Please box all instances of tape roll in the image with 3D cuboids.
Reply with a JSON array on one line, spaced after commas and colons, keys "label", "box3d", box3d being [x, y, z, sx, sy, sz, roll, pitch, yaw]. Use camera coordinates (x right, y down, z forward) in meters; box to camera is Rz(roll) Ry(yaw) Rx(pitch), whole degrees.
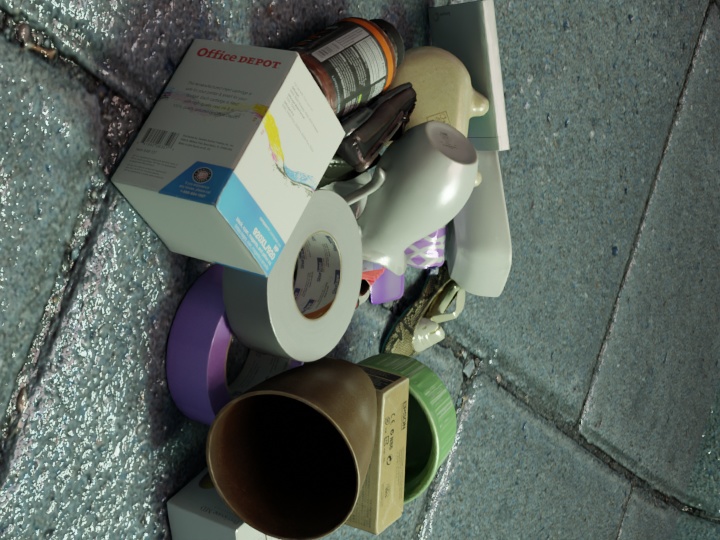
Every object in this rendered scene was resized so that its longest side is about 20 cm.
[{"label": "tape roll", "box3d": [-0.145, 0.092, 1.643, 0.200, 0.065, 0.202, -28, 124, -52]}, {"label": "tape roll", "box3d": [-0.076, 0.003, 1.596, 0.200, 0.066, 0.202, -18, 111, -56]}]

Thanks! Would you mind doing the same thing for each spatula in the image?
[{"label": "spatula", "box3d": [0.000, 0.037, 1.898, 0.200, 0.020, 0.057, -26, 124, -52]}]

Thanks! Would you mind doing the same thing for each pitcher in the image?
[{"label": "pitcher", "box3d": [0.042, -0.094, 1.728, 0.171, 0.122, 0.200, 6, 134, -40]}]

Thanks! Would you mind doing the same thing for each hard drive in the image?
[{"label": "hard drive", "box3d": [0.148, -0.266, 1.883, 0.027, 0.132, 0.202, -12, 101, -29]}]

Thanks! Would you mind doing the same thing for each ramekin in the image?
[{"label": "ramekin", "box3d": [0.034, 0.210, 1.859, 0.098, 0.199, 0.201, -29, 125, -59]}]

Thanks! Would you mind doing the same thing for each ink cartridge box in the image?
[{"label": "ink cartridge box", "box3d": [-0.138, -0.126, 1.488, 0.201, 0.146, 0.145, -62, 146, -21]}, {"label": "ink cartridge box", "box3d": [-0.026, 0.223, 1.789, 0.075, 0.164, 0.201, -25, 123, -55]}]

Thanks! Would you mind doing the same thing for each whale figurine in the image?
[{"label": "whale figurine", "box3d": [0.095, -0.197, 1.837, 0.104, 0.158, 0.201, 163, -93, -83]}]

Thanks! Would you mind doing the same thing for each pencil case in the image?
[{"label": "pencil case", "box3d": [0.083, -0.100, 1.930, 0.085, 0.084, 0.202, -4, 105, -32]}]

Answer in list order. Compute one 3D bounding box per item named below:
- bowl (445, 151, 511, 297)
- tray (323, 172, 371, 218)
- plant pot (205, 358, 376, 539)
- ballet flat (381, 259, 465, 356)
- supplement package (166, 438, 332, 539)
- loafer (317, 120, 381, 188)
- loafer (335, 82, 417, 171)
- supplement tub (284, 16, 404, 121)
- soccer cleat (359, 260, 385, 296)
[{"label": "bowl", "box3d": [0.163, -0.071, 1.987, 0.200, 0.074, 0.201, 97, -11, -72]}, {"label": "tray", "box3d": [-0.040, -0.083, 1.786, 0.200, 0.022, 0.108, 5, 98, -59]}, {"label": "plant pot", "box3d": [-0.057, 0.185, 1.616, 0.200, 0.186, 0.188, -47, 140, -61]}, {"label": "ballet flat", "box3d": [0.106, 0.064, 2.029, 0.200, 0.075, 0.068, -55, 144, -31]}, {"label": "supplement package", "box3d": [-0.130, 0.291, 1.694, 0.200, 0.113, 0.110, -39, 135, -46]}, {"label": "loafer", "box3d": [-0.039, -0.148, 1.715, 0.072, 0.073, 0.200, 61, 18, 4]}, {"label": "loafer", "box3d": [0.021, -0.174, 1.681, 0.063, 0.072, 0.200, 56, 35, -4]}, {"label": "supplement tub", "box3d": [-0.027, -0.243, 1.666, 0.200, 0.106, 0.108, -38, 132, -47]}, {"label": "soccer cleat", "box3d": [0.000, 0.000, 1.818, 0.200, 0.073, 0.068, -24, 148, -51]}]
